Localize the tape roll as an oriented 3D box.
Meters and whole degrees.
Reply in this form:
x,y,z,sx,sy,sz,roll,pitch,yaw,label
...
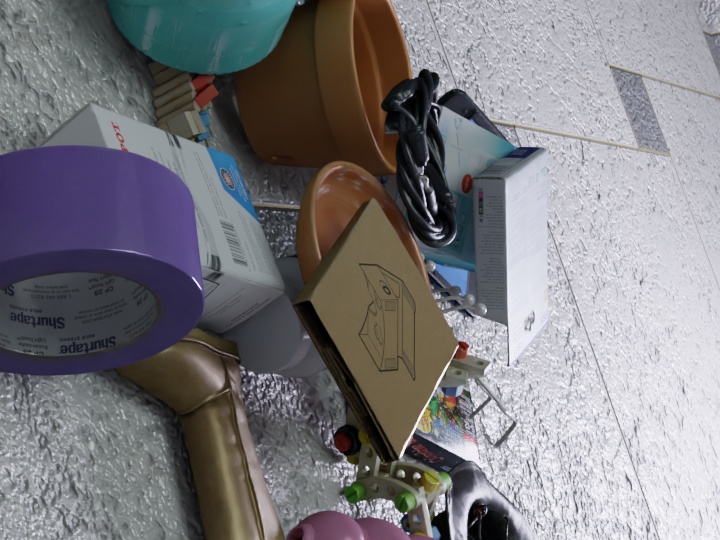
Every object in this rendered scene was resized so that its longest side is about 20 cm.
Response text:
x,y,z,sx,sy,sz,roll,pitch,yaw,label
-0.215,-0.003,1.283,0.200,0.199,0.085,28,46,-50,tape roll

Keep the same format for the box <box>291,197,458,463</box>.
x,y,z,sx,sy,sz,roll,pitch,yaw,label
0.017,0.048,1.535,0.164,0.021,0.200,61,29,-16,box

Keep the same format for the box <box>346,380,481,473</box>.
x,y,z,sx,sy,sz,roll,pitch,yaw,label
0.052,0.122,1.844,0.200,0.038,0.137,32,42,-48,box

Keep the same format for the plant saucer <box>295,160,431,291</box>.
x,y,z,sx,sy,sz,roll,pitch,yaw,label
0.000,0.000,1.603,0.200,0.037,0.201,42,36,-42,plant saucer

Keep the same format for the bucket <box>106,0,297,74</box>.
x,y,z,sx,sy,sz,roll,pitch,yaw,label
-0.141,-0.292,1.634,0.206,0.135,0.208,10,53,-13,bucket

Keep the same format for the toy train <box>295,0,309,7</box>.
x,y,z,sx,sy,sz,roll,pitch,yaw,label
-0.066,-0.266,1.897,0.200,0.085,0.114,52,21,-27,toy train

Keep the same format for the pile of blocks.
x,y,z,sx,sy,sz,roll,pitch,yaw,label
-0.156,-0.179,1.680,0.082,0.062,0.201,33,42,-47,pile of blocks

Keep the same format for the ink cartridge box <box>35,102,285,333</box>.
x,y,z,sx,sy,sz,roll,pitch,yaw,label
-0.170,-0.041,1.499,0.200,0.086,0.147,17,45,-55,ink cartridge box

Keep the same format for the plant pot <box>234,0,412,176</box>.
x,y,z,sx,sy,sz,roll,pitch,yaw,label
-0.039,-0.186,1.776,0.200,0.139,0.202,-8,90,-73,plant pot

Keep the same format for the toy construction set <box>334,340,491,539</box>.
x,y,z,sx,sy,sz,roll,pitch,yaw,label
0.044,0.153,1.674,0.092,0.131,0.201,1,110,-54,toy construction set

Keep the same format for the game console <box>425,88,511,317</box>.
x,y,z,sx,sy,sz,roll,pitch,yaw,label
0.122,-0.077,2.053,0.200,0.171,0.118,43,8,-38,game console

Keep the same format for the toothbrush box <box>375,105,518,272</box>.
x,y,z,sx,sy,sz,roll,pitch,yaw,label
0.090,-0.088,1.928,0.200,0.085,0.147,22,81,-53,toothbrush box

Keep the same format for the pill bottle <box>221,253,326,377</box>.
x,y,z,sx,sy,sz,roll,pitch,yaw,label
-0.047,0.038,1.652,0.200,0.112,0.113,-16,83,-63,pill bottle

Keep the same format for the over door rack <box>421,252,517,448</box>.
x,y,z,sx,sy,sz,roll,pitch,yaw,label
0.100,0.067,1.797,0.201,0.066,0.148,61,-2,-9,over door rack

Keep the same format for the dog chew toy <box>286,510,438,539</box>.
x,y,z,sx,sy,sz,roll,pitch,yaw,label
0.012,0.277,1.569,0.200,0.124,0.125,35,40,-34,dog chew toy

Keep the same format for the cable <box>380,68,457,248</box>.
x,y,z,sx,sy,sz,roll,pitch,yaw,label
0.068,-0.112,1.736,0.200,0.050,0.164,-64,139,-73,cable

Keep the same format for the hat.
x,y,z,sx,sy,sz,roll,pitch,yaw,label
0.109,0.296,1.765,0.201,0.081,0.201,46,30,-36,hat

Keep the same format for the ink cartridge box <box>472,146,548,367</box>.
x,y,z,sx,sy,sz,roll,pitch,yaw,label
0.162,-0.019,1.890,0.196,0.043,0.201,-34,125,-68,ink cartridge box

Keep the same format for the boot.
x,y,z,sx,sy,sz,roll,pitch,yaw,label
-0.129,0.152,1.466,0.175,0.066,0.201,13,59,-57,boot
